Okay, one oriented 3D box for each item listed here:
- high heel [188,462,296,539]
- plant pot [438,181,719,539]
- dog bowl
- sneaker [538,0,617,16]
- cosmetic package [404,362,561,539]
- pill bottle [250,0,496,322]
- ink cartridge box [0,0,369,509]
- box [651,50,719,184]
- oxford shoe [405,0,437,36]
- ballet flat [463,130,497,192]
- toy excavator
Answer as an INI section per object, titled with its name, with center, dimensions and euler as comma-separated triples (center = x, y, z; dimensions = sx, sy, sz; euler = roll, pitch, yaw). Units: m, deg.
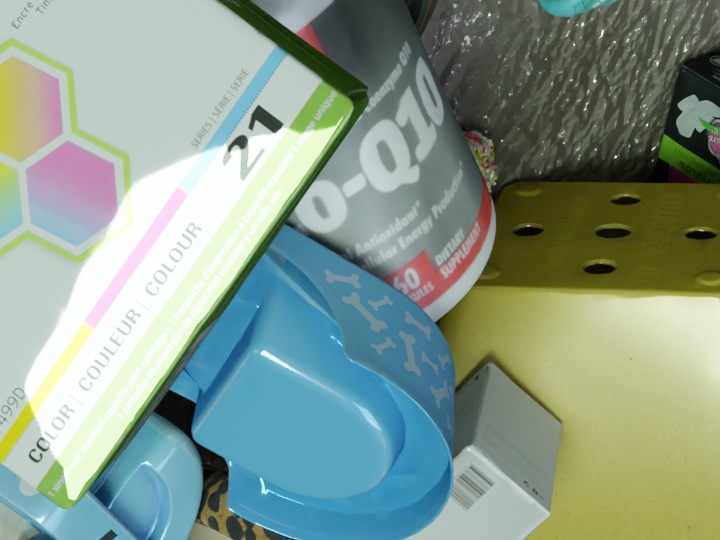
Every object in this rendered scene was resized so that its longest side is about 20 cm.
[high heel]
center = -0.067, 0.142, 0.791
dimensions = 0.071, 0.143, 0.201
euler = 27, 115, -18
[plant pot]
center = 0.127, 0.061, 0.864
dimensions = 0.200, 0.198, 0.178
euler = -55, 142, -61
[dog bowl]
center = -0.052, 0.024, 0.628
dimensions = 0.112, 0.199, 0.050
euler = -53, -170, 46
[sneaker]
center = 0.101, -0.188, 0.749
dimensions = 0.079, 0.078, 0.201
euler = -29, 140, -12
[cosmetic package]
center = 0.006, 0.137, 0.782
dimensions = 0.200, 0.051, 0.083
euler = -47, -170, 24
[pill bottle]
center = -0.033, -0.073, 0.643
dimensions = 0.114, 0.114, 0.201
euler = -39, 127, -14
[ink cartridge box]
center = -0.119, -0.051, 0.525
dimensions = 0.148, 0.199, 0.076
euler = -54, -179, 8
[box]
center = 0.250, -0.013, 0.992
dimensions = 0.124, 0.148, 0.202
euler = -22, 136, -34
[oxford shoe]
center = 0.025, -0.154, 0.701
dimensions = 0.084, 0.072, 0.201
euler = -26, 144, -47
[ballet flat]
center = 0.000, 0.000, 0.813
dimensions = 0.199, 0.064, 0.076
euler = -30, 142, -26
[toy excavator]
center = -0.114, 0.061, 0.739
dimensions = 0.201, 0.099, 0.195
euler = -54, 144, -17
